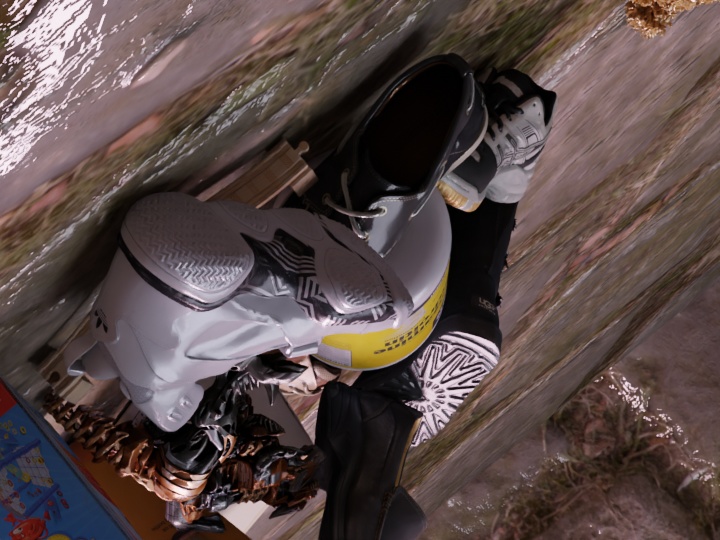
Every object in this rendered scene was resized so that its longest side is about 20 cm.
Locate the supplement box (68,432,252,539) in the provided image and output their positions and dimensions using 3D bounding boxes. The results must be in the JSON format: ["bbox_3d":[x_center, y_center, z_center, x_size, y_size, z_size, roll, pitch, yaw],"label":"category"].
[{"bbox_3d":[-0.122,0.187,1.639,0.066,0.199,0.069,-32,146,-40],"label":"supplement box"}]

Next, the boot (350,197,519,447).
[{"bbox_3d":[0.051,0.011,1.762,0.165,0.065,0.201,-38,-149,39],"label":"boot"}]

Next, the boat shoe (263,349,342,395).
[{"bbox_3d":[-0.048,0.055,1.746,0.200,0.072,0.076,-47,168,29],"label":"boat shoe"}]

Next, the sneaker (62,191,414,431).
[{"bbox_3d":[-0.069,0.026,1.384,0.199,0.075,0.115,11,125,-42],"label":"sneaker"}]

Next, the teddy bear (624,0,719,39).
[{"bbox_3d":[0.246,-0.212,1.752,0.145,0.067,0.200,-40,169,4],"label":"teddy bear"}]

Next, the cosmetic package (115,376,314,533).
[{"bbox_3d":[-0.123,0.144,1.729,0.071,0.106,0.200,-17,157,-43],"label":"cosmetic package"}]

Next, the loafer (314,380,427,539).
[{"bbox_3d":[0.009,0.160,1.632,0.072,0.201,0.073,6,145,-8],"label":"loafer"}]

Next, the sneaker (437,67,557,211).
[{"bbox_3d":[0.073,-0.093,1.638,0.088,0.075,0.200,-61,167,15],"label":"sneaker"}]

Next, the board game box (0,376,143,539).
[{"bbox_3d":[-0.156,0.162,1.444,0.056,0.196,0.200,-39,169,-6],"label":"board game box"}]

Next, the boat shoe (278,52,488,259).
[{"bbox_3d":[-0.002,-0.043,1.460,0.200,0.072,0.068,-50,172,-8],"label":"boat shoe"}]

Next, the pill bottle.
[{"bbox_3d":[0.000,0.000,1.585,0.112,0.112,0.200,-40,170,-8],"label":"pill bottle"}]

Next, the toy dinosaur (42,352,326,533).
[{"bbox_3d":[-0.099,0.100,1.560,0.199,0.102,0.137,5,112,-56],"label":"toy dinosaur"}]

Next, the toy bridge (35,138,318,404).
[{"bbox_3d":[-0.104,-0.004,1.422,0.200,0.027,0.067,-43,170,-1],"label":"toy bridge"}]
